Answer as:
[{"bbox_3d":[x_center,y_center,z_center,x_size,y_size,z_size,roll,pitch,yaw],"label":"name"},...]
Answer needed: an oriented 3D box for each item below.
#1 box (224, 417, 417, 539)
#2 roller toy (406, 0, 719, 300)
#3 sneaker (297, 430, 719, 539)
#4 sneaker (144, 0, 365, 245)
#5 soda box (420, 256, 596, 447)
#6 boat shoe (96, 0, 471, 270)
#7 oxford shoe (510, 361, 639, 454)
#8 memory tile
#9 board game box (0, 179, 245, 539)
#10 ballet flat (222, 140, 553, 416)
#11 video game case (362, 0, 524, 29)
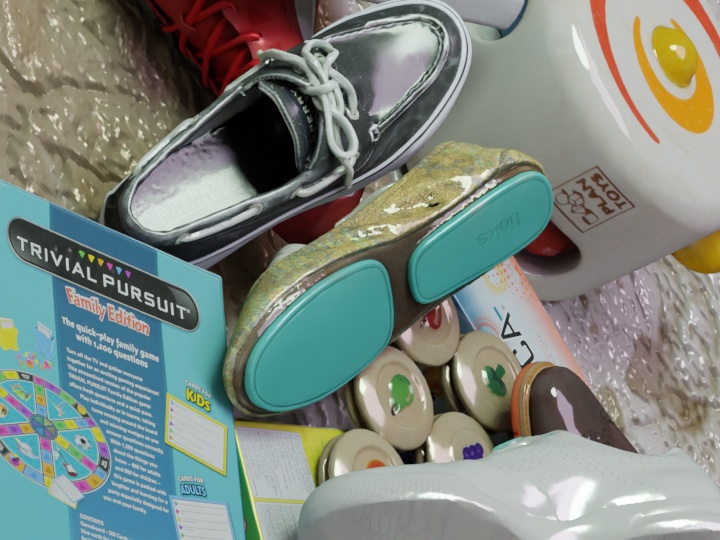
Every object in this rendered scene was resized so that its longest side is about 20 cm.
[{"bbox_3d":[0.004,0.132,1.342,0.200,0.048,0.118,9,61,-50],"label":"box"},{"bbox_3d":[0.118,-0.086,1.571,0.182,0.140,0.201,-2,70,-55],"label":"roller toy"},{"bbox_3d":[0.064,0.103,1.301,0.199,0.075,0.089,5,37,-18],"label":"sneaker"},{"bbox_3d":[-0.070,-0.102,1.394,0.115,0.078,0.200,18,41,-38],"label":"sneaker"},{"bbox_3d":[0.070,0.068,1.464,0.200,0.063,0.068,58,34,-7],"label":"soda box"},{"bbox_3d":[-0.029,-0.066,1.318,0.199,0.068,0.074,-28,82,-19],"label":"boat shoe"},{"bbox_3d":[0.141,0.121,1.378,0.200,0.072,0.071,57,40,-11],"label":"oxford shoe"},{"bbox_3d":[0.063,0.104,1.371,0.200,0.017,0.154,43,44,-26],"label":"memory tile"},{"bbox_3d":[-0.114,0.076,1.212,0.151,0.047,0.201,26,48,-45],"label":"board game box"},{"bbox_3d":[0.000,0.000,1.324,0.200,0.071,0.071,-34,97,-32],"label":"ballet flat"},{"bbox_3d":[-0.039,-0.185,1.437,0.200,0.023,0.182,6,32,-49],"label":"video game case"}]
